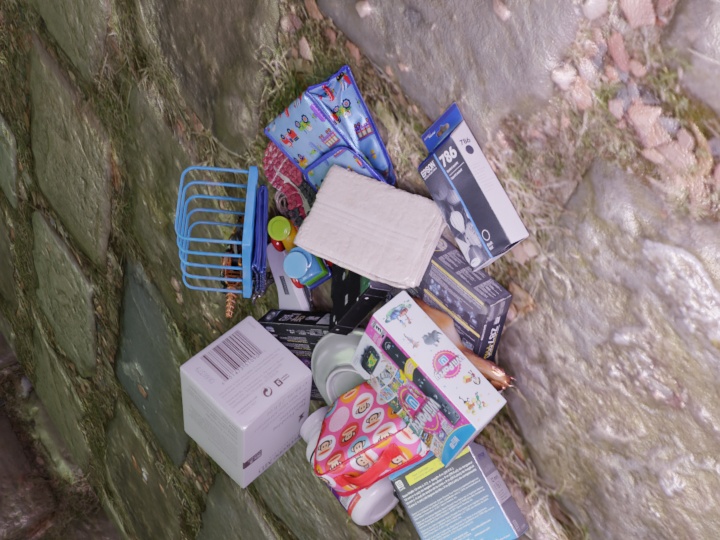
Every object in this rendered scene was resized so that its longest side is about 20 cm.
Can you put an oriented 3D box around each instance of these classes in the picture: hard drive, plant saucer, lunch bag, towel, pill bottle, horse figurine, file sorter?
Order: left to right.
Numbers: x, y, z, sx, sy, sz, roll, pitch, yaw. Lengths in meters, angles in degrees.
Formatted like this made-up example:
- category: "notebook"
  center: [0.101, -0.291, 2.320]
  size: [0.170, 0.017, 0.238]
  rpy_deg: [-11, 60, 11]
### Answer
- category: "file sorter"
  center: [-0.232, -0.063, 1.601]
  size: [0.201, 0.121, 0.141]
  rpy_deg: [104, 169, -64]
- category: "towel"
  center: [-0.169, -0.049, 1.652]
  size: [0.200, 0.023, 0.147]
  rpy_deg: [119, 153, -77]
- category: "lunch bag"
  center: [-0.029, -0.174, 1.461]
  size: [0.201, 0.094, 0.150]
  rpy_deg: [56, 146, -5]
- category: "pill bottle"
  center: [-0.019, 0.334, 1.705]
  size: [0.200, 0.111, 0.113]
  rpy_deg: [48, 143, 29]
- category: "hard drive"
  center: [0.000, 0.000, 1.476]
  size: [0.200, 0.037, 0.142]
  rpy_deg: [128, 147, -60]
- category: "plant saucer"
  center: [0.001, 0.187, 1.573]
  size: [0.197, 0.050, 0.203]
  rpy_deg: [14, 125, 20]
- category: "towel"
  center: [0.016, -0.061, 1.369]
  size: [0.198, 0.134, 0.035]
  rpy_deg: [23, 169, 22]
- category: "lunch bag"
  center: [0.022, 0.242, 1.450]
  size: [0.199, 0.177, 0.082]
  rpy_deg: [-32, 117, 27]
- category: "horse figurine"
  center: [0.113, 0.108, 1.349]
  size: [0.201, 0.050, 0.133]
  rpy_deg: [54, 148, 13]

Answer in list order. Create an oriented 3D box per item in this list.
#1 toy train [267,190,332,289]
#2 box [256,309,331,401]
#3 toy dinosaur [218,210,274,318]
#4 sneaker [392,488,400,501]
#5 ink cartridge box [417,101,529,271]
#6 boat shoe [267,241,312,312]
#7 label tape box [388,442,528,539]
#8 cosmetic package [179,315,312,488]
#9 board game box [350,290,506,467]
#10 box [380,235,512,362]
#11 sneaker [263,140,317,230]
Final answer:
- category: "toy train"
  center: [-0.121, -0.069, 1.593]
  size: [0.202, 0.084, 0.116]
  rpy_deg: [62, -169, 9]
- category: "box"
  center: [-0.073, 0.148, 1.676]
  size: [0.198, 0.043, 0.162]
  rpy_deg: [0, 120, 44]
- category: "toy dinosaur"
  center: [-0.221, -0.008, 1.761]
  size: [0.101, 0.201, 0.136]
  rpy_deg: [23, 151, 17]
- category: "sneaker"
  center: [0.098, 0.296, 1.535]
  size: [0.080, 0.086, 0.202]
  rpy_deg: [36, 135, 37]
- category: "ink cartridge box"
  center: [0.135, -0.108, 1.284]
  size: [0.202, 0.039, 0.099]
  rpy_deg: [62, 148, 10]
- category: "boat shoe"
  center: [-0.109, 0.034, 1.710]
  size: [0.068, 0.056, 0.203]
  rpy_deg: [7, 118, 43]
- category: "label tape box"
  center: [0.137, 0.330, 1.462]
  size: [0.143, 0.066, 0.202]
  rpy_deg: [-34, 76, 23]
- category: "cosmetic package"
  center: [-0.197, 0.227, 1.694]
  size: [0.164, 0.164, 0.201]
  rpy_deg: [38, 146, 23]
- category: "board game box"
  center: [0.086, 0.148, 1.316]
  size: [0.200, 0.064, 0.148]
  rpy_deg: [46, 150, 14]
- category: "box"
  center: [0.116, 0.045, 1.394]
  size: [0.200, 0.049, 0.163]
  rpy_deg: [42, 141, 34]
- category: "sneaker"
  center: [-0.094, -0.137, 1.577]
  size: [0.080, 0.074, 0.202]
  rpy_deg: [-33, 66, 24]
